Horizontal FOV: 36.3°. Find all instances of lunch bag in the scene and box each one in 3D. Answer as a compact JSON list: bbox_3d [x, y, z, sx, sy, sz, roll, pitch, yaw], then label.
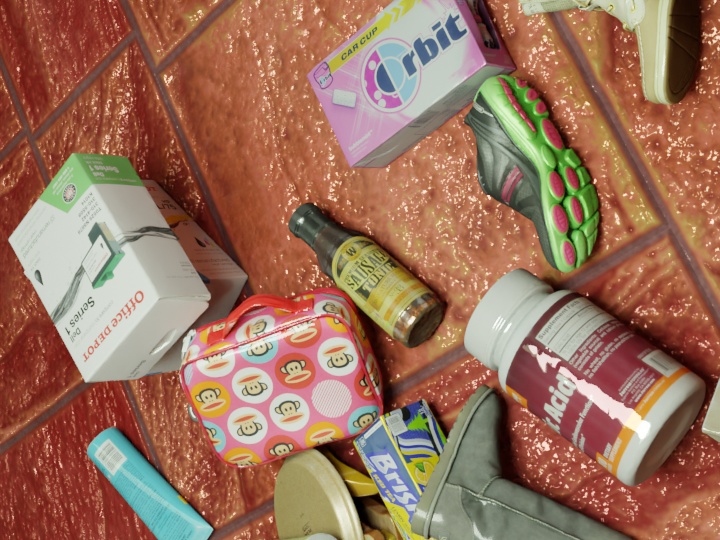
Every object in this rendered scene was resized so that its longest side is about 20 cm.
[{"bbox_3d":[-0.086,0.104,1.150,0.198,0.082,0.177,-17,117,9],"label":"lunch bag"}]

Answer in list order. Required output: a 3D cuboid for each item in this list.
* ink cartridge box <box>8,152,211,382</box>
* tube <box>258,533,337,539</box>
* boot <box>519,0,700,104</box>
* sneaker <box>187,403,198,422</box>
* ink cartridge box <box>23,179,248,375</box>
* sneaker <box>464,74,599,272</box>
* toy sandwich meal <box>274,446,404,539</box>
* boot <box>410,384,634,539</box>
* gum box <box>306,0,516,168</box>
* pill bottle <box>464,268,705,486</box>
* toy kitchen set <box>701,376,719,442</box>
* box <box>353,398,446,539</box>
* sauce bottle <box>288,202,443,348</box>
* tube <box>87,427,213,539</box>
[{"bbox_3d":[-0.270,-0.002,1.172,0.146,0.084,0.201,-46,66,25],"label":"ink cartridge box"},{"bbox_3d":[-0.072,0.317,1.179,0.052,0.058,0.200,30,152,-10],"label":"tube"},{"bbox_3d":[0.219,-0.240,0.984,0.154,0.072,0.202,-4,85,36],"label":"boot"},{"bbox_3d":[-0.116,0.141,1.246,0.199,0.082,0.078,-28,76,32],"label":"sneaker"},{"bbox_3d":[-0.270,0.005,1.313,0.200,0.146,0.147,43,115,26],"label":"ink cartridge box"},{"bbox_3d":[0.161,-0.088,1.045,0.084,0.076,0.201,-41,65,49],"label":"sneaker"},{"bbox_3d":[-0.023,0.280,1.194,0.205,0.070,0.207,26,121,54],"label":"toy sandwich meal"},{"bbox_3d":[0.167,0.220,1.040,0.198,0.073,0.183,18,65,20],"label":"boot"},{"bbox_3d":[0.052,-0.204,1.111,0.199,0.066,0.114,-34,75,33],"label":"gum box"},{"bbox_3d":[0.198,0.090,0.992,0.200,0.114,0.115,37,113,29],"label":"pill bottle"},{"bbox_3d":[0.375,0.171,0.894,0.162,0.181,0.201,12,60,32],"label":"toy kitchen set"},{"bbox_3d":[0.074,0.238,1.114,0.201,0.064,0.070,62,142,17],"label":"box"},{"bbox_3d":[0.000,0.000,1.163,0.200,0.066,0.066,39,114,26],"label":"sauce bottle"},{"bbox_3d":[-0.269,0.285,1.394,0.200,0.050,0.078,43,120,21],"label":"tube"}]
